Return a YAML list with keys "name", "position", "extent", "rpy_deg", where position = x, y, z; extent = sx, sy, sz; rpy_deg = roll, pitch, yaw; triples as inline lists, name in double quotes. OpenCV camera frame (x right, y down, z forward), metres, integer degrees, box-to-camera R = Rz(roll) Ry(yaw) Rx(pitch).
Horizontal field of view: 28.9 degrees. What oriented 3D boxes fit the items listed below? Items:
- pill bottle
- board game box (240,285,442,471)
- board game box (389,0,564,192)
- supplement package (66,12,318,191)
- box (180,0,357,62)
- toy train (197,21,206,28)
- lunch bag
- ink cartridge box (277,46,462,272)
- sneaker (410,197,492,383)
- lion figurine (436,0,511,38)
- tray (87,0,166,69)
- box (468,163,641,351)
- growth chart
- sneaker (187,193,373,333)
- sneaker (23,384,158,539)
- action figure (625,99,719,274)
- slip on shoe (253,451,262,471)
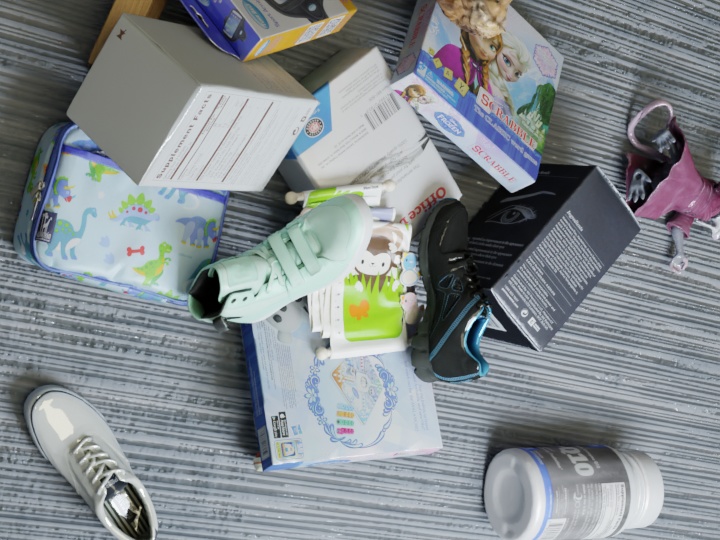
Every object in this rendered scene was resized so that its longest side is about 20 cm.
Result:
- name: "pill bottle"
  position: [0.260, 0.268, 1.688]
  extent: [0.200, 0.114, 0.114]
  rpy_deg: [2, 95, -29]
- name: "board game box"
  position: [-0.023, 0.107, 1.507]
  extent: [0.198, 0.043, 0.201]
  rpy_deg: [-2, 73, -23]
- name: "board game box"
  position: [0.135, -0.223, 1.558]
  extent: [0.200, 0.041, 0.200]
  rpy_deg: [37, 50, -27]
- name: "supplement package"
  position: [-0.157, -0.156, 1.338]
  extent: [0.117, 0.117, 0.200]
  rpy_deg: [-55, 156, 20]
- name: "box"
  position: [-0.099, -0.276, 1.385]
  extent: [0.119, 0.041, 0.200]
  rpy_deg: [51, 35, 5]
- name: "toy train"
  position: [-0.153, -0.230, 1.439]
  extent: [0.200, 0.042, 0.056]
  rpy_deg: [-37, 144, -20]
- name: "lunch bag"
  position: [-0.237, -0.059, 1.401]
  extent: [0.200, 0.082, 0.161]
  rpy_deg: [19, 84, -30]
- name: "ink cartridge box"
  position: [-0.004, -0.120, 1.517]
  extent: [0.145, 0.084, 0.200]
  rpy_deg: [-39, 112, -19]
- name: "sneaker"
  position: [0.108, 0.022, 1.501]
  extent: [0.073, 0.082, 0.201]
  rpy_deg: [5, 87, -57]
- name: "lion figurine"
  position: [0.070, -0.322, 1.473]
  extent: [0.200, 0.072, 0.123]
  rpy_deg: [17, 56, -22]
- name: "tray"
  position: [-0.211, -0.279, 1.377]
  extent: [0.037, 0.099, 0.200]
  rpy_deg: [24, 84, -4]
- name: "box"
  position: [0.197, -0.021, 1.601]
  extent: [0.200, 0.148, 0.104]
  rpy_deg: [-47, 115, -15]
- name: "growth chart"
  position: [0.000, 0.000, 1.479]
  extent: [0.144, 0.018, 0.201]
  rpy_deg: [-14, 105, -22]
- name: "sneaker"
  position: [-0.082, -0.005, 1.377]
  extent: [0.074, 0.200, 0.118]
  rpy_deg: [59, 26, 13]
- name: "sneaker"
  position: [-0.264, 0.198, 1.418]
  extent: [0.073, 0.071, 0.200]
  rpy_deg: [-42, 113, -18]
- name: "action figure"
  position: [0.405, -0.097, 1.755]
  extent: [0.200, 0.134, 0.149]
  rpy_deg: [23, 42, -41]
- name: "slip on shoe"
  position: [-0.038, 0.162, 1.545]
  extent: [0.200, 0.074, 0.061]
  rpy_deg: [-30, 88, -23]
